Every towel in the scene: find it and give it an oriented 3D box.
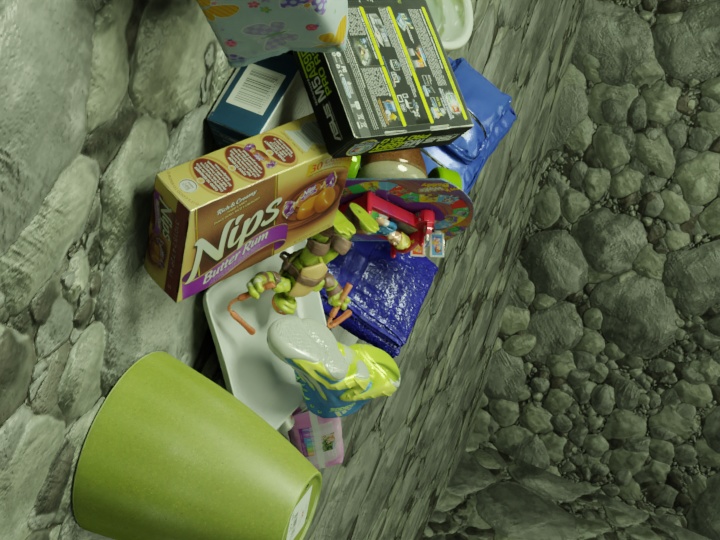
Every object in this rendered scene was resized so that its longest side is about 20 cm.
[{"bbox_3d":[0.000,0.000,1.334,0.049,0.199,0.149,-17,-137,60],"label":"towel"}]

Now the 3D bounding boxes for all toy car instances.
[{"bbox_3d":[0.024,-0.161,1.282,0.158,0.162,0.203,140,-42,-57],"label":"toy car"}]

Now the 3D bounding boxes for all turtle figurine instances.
[{"bbox_3d":[-0.050,-0.003,1.172,0.198,0.065,0.162,8,130,-48],"label":"turtle figurine"}]

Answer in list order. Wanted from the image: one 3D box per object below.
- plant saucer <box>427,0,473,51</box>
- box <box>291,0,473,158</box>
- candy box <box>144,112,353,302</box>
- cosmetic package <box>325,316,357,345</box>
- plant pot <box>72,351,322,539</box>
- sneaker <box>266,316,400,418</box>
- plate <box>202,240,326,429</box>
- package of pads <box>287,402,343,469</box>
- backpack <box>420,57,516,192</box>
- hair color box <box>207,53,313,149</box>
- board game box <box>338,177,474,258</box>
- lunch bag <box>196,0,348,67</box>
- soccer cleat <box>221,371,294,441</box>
[{"bbox_3d":[0.043,-0.321,1.170,0.050,0.201,0.200,-29,-166,38],"label":"plant saucer"},{"bbox_3d":[0.009,-0.213,1.010,0.159,0.203,0.044,-12,168,-41],"label":"box"},{"bbox_3d":[-0.100,-0.063,0.978,0.199,0.056,0.118,-29,151,-38],"label":"candy box"},{"bbox_3d":[-0.043,0.067,1.514,0.201,0.050,0.083,87,25,-55],"label":"cosmetic package"},{"bbox_3d":[-0.145,0.205,1.037,0.187,0.197,0.190,21,90,-75],"label":"plant pot"},{"bbox_3d":[-0.047,0.123,1.198,0.198,0.076,0.105,26,121,-39],"label":"sneaker"},{"bbox_3d":[-0.106,0.072,1.213,0.200,0.032,0.203,-42,126,-50],"label":"plate"},{"bbox_3d":[-0.070,0.176,1.427,0.201,0.074,0.122,85,-9,-59],"label":"package of pads"},{"bbox_3d":[0.108,-0.188,1.499,0.201,0.162,0.168,-54,178,-18],"label":"backpack"},{"bbox_3d":[-0.090,-0.125,1.082,0.101,0.060,0.201,-61,163,-22],"label":"hair color box"},{"bbox_3d":[0.033,-0.051,1.220,0.159,0.196,0.040,84,7,-66],"label":"board game box"},{"bbox_3d":[-0.081,-0.283,0.795,0.170,0.125,0.204,59,27,-70],"label":"lunch bag"},{"bbox_3d":[-0.116,0.148,1.286,0.202,0.085,0.070,94,22,-45],"label":"soccer cleat"}]
